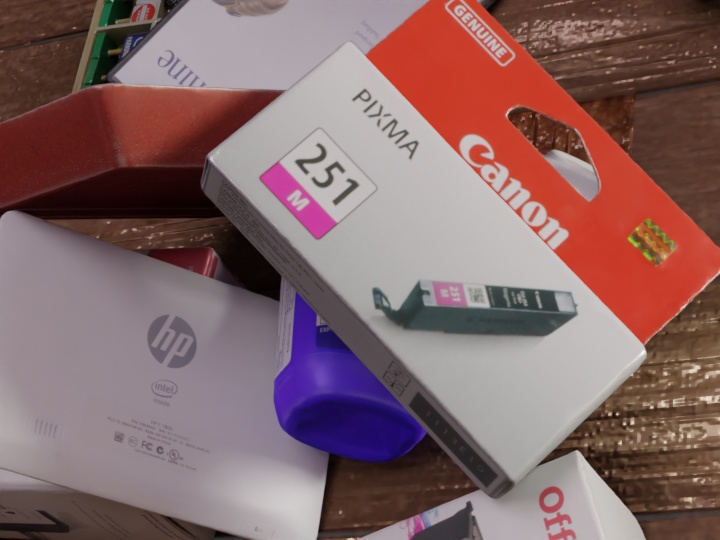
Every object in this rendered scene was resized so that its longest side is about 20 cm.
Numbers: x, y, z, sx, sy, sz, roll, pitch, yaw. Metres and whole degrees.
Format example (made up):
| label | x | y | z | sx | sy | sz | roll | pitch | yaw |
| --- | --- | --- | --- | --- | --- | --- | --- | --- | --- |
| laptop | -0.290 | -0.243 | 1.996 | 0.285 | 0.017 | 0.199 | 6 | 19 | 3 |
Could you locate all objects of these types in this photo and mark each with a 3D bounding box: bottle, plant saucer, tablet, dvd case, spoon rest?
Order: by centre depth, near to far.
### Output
| label | x | y | z | sx | sy | sz | roll | pitch | yaw |
| --- | --- | --- | --- | --- | --- | --- | --- | --- | --- |
| tablet | -0.101 | 0.057 | 0.982 | 0.014 | 0.199 | 0.131 | -28 | 48 | 53 |
| plant saucer | -0.095 | -0.055 | 0.987 | 0.199 | 0.199 | 0.037 | -12 | 81 | 51 |
| spoon rest | 0.086 | -0.041 | 1.016 | 0.061 | 0.099 | 0.200 | -62 | 34 | 11 |
| bottle | 0.000 | 0.000 | 1.028 | 0.065 | 0.083 | 0.201 | -47 | 32 | 46 |
| dvd case | -0.036 | -0.138 | 1.150 | 0.143 | 0.018 | 0.200 | 43 | 85 | 18 |

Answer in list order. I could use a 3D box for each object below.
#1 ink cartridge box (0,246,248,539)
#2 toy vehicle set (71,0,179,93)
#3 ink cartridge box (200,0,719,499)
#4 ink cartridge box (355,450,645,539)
| label | x | y | z | sx | sy | sz | roll | pitch | yaw |
| --- | --- | --- | --- | --- | --- | --- | --- | --- | --- |
| ink cartridge box | -0.165 | 0.070 | 1.074 | 0.199 | 0.085 | 0.146 | 0 | 60 | 27 |
| toy vehicle set | -0.108 | -0.178 | 1.240 | 0.123 | 0.027 | 0.201 | -5 | 58 | 26 |
| ink cartridge box | 0.055 | -0.026 | 0.894 | 0.173 | 0.044 | 0.200 | -41 | 83 | -20 |
| ink cartridge box | 0.040 | 0.191 | 0.882 | 0.199 | 0.086 | 0.148 | -25 | 51 | 14 |
